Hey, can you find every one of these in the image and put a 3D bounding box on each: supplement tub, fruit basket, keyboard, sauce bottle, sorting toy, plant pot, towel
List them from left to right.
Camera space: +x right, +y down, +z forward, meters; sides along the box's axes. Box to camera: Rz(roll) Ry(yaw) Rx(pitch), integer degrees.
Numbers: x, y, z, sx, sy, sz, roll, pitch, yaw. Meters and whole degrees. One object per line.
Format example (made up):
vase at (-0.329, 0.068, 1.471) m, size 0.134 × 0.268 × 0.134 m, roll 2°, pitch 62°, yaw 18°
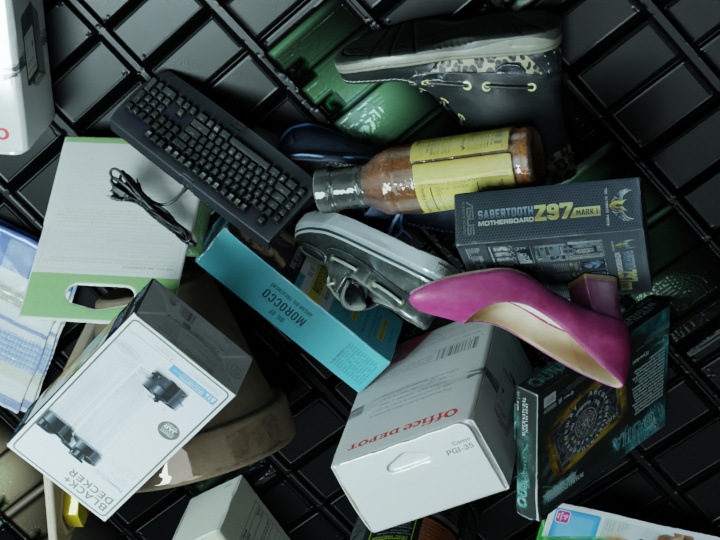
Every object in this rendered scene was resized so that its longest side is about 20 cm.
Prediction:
towel at (-0.363, 0.040, 1.849) m, size 0.146 × 0.024 × 0.201 m, roll 24°, pitch 119°, yaw 1°
sorting toy at (-0.272, 0.166, 1.804) m, size 0.036 × 0.185 × 0.201 m, roll 8°, pitch 120°, yaw 3°
plant pot at (-0.176, 0.098, 1.759) m, size 0.199 × 0.200 × 0.176 m, roll -10°, pitch 100°, yaw 18°
keyboard at (-0.147, -0.086, 1.652) m, size 0.200 × 0.021 × 0.127 m, roll 37°, pitch 81°, yaw 21°
supplement tub at (0.044, 0.288, 1.793) m, size 0.122 × 0.200 × 0.123 m, roll 6°, pitch 120°, yaw 10°
sauce bottle at (0.058, -0.082, 1.594) m, size 0.199 × 0.066 × 0.066 m, roll -5°, pitch 118°, yaw 20°
fruit basket at (0.259, 0.324, 1.829) m, size 0.199 × 0.094 × 0.186 m, roll 16°, pitch 121°, yaw 0°

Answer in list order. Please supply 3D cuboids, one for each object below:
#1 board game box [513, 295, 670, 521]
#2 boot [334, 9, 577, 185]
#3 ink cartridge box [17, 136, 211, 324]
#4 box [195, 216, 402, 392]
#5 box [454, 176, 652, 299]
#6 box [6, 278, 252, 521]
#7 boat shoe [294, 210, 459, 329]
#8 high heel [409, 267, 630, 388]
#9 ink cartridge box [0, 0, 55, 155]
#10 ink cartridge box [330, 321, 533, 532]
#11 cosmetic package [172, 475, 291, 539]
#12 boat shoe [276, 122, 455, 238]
board game box at (0.211, 0.123, 1.675) m, size 0.028 × 0.200 × 0.136 m, roll 22°, pitch 127°, yaw 37°
boot at (0.087, -0.140, 1.622) m, size 0.202 × 0.074 × 0.154 m, roll -5°, pitch 120°, yaw 17°
ink cartridge box at (-0.215, -0.029, 1.679) m, size 0.145 × 0.201 × 0.048 m, roll 3°, pitch 150°, yaw 10°
box at (-0.055, 0.019, 1.735) m, size 0.200 × 0.082 × 0.049 m, roll 39°, pitch 118°, yaw -11°
box at (0.170, -0.022, 1.603) m, size 0.157 × 0.200 × 0.051 m, roll -4°, pitch 74°, yaw 11°
box at (-0.200, 0.115, 1.608) m, size 0.117 × 0.060 × 0.200 m, roll 40°, pitch 120°, yaw -13°
boat shoe at (0.000, 0.000, 1.662) m, size 0.200 × 0.071 × 0.072 m, roll 20°, pitch 166°, yaw 49°
high heel at (0.138, 0.053, 1.579) m, size 0.199 × 0.097 × 0.067 m, roll 3°, pitch 161°, yaw -26°
ink cartridge box at (-0.364, -0.215, 1.672) m, size 0.145 × 0.084 × 0.201 m, roll 5°, pitch 119°, yaw 10°
ink cartridge box at (0.069, 0.135, 1.702) m, size 0.146 × 0.200 × 0.083 m, roll -21°, pitch 112°, yaw 22°
cosmetic package at (-0.105, 0.322, 1.902) m, size 0.071 × 0.105 × 0.200 m, roll -27°, pitch 108°, yaw 24°
boat shoe at (0.016, -0.068, 1.678) m, size 0.199 × 0.069 × 0.085 m, roll 13°, pitch 121°, yaw 5°
